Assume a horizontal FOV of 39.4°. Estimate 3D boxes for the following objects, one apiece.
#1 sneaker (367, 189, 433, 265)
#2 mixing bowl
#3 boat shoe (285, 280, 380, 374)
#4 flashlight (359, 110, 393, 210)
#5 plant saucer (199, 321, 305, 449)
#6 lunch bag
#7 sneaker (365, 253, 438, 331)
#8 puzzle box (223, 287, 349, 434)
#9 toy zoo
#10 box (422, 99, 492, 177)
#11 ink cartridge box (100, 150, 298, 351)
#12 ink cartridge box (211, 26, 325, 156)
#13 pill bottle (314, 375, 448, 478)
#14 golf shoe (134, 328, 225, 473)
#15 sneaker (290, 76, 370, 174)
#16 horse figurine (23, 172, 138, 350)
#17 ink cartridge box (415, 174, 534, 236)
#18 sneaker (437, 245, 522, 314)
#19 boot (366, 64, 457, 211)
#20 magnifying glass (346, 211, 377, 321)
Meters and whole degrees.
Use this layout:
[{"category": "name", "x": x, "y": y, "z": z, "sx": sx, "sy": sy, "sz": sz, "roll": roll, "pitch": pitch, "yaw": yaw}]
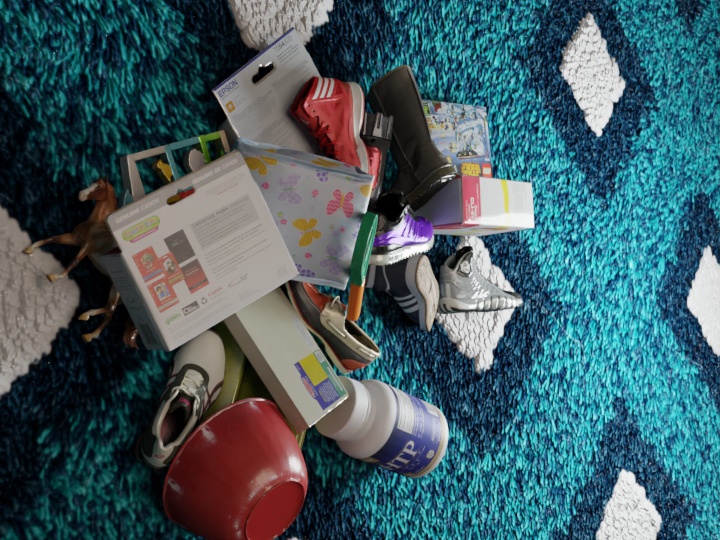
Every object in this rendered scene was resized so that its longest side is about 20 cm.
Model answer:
[{"category": "sneaker", "x": 0.060, "y": -0.076, "z": 1.523, "sx": 0.200, "sy": 0.069, "sz": 0.101, "roll": -27, "pitch": 123, "yaw": -59}, {"category": "mixing bowl", "x": -0.141, "y": 0.277, "z": 1.281, "sx": 0.199, "sy": 0.108, "sz": 0.202, "roll": -29, "pitch": 136, "yaw": -31}, {"category": "boat shoe", "x": -0.043, "y": 0.071, "z": 1.486, "sx": 0.201, "sy": 0.062, "sz": 0.071, "roll": 56, "pitch": 20, "yaw": -28}, {"category": "flashlight", "x": 0.007, "y": -0.143, "z": 1.550, "sx": 0.067, "sy": 0.068, "sz": 0.202, "roll": 7, "pitch": 91, "yaw": -1}, {"category": "plant saucer", "x": -0.134, "y": 0.176, "z": 1.406, "sx": 0.199, "sy": 0.048, "sz": 0.202, "roll": 31, "pitch": 64, "yaw": -39}, {"category": "lunch bag", "x": -0.102, "y": -0.082, "z": 1.377, "sx": 0.198, "sy": 0.127, "sz": 0.171, "roll": 10, "pitch": 101, "yaw": -19}, {"category": "sneaker", "x": 0.062, "y": 0.028, "z": 1.619, "sx": 0.201, "sy": 0.107, "sz": 0.071, "roll": 70, "pitch": 34, "yaw": -57}, {"category": "puzzle box", "x": -0.103, "y": 0.115, "z": 1.377, "sx": 0.201, "sy": 0.025, "sz": 0.133, "roll": 57, "pitch": 26, "yaw": 4}, {"category": "toy zoo", "x": -0.244, "y": -0.105, "z": 1.348, "sx": 0.199, "sy": 0.020, "sz": 0.132, "roll": -25, "pitch": 103, "yaw": -44}, {"category": "box", "x": 0.152, "y": -0.221, "z": 1.752, "sx": 0.199, "sy": 0.040, "sz": 0.139, "roll": -2, "pitch": 86, "yaw": -46}, {"category": "ink cartridge box", "x": -0.204, "y": -0.026, "z": 1.236, "sx": 0.199, "sy": 0.084, "sz": 0.177, "roll": -31, "pitch": 104, "yaw": -29}, {"category": "ink cartridge box", "x": -0.117, "y": -0.222, "z": 1.476, "sx": 0.196, "sy": 0.043, "sz": 0.201, "roll": -47, "pitch": 117, "yaw": -37}, {"category": "pill bottle", "x": 0.028, "y": 0.231, "z": 1.513, "sx": 0.199, "sy": 0.119, "sz": 0.121, "roll": 28, "pitch": 66, "yaw": -39}, {"category": "golf shoe", "x": -0.217, "y": 0.160, "z": 1.284, "sx": 0.077, "sy": 0.088, "sz": 0.201, "roll": 25, "pitch": 62, "yaw": -11}, {"category": "sneaker", "x": -0.053, "y": -0.188, "z": 1.471, "sx": 0.115, "sy": 0.078, "sz": 0.202, "roll": 7, "pitch": 69, "yaw": -36}, {"category": "horse figurine", "x": -0.318, "y": 0.000, "z": 1.241, "sx": 0.132, "sy": 0.050, "sz": 0.201, "roll": -43, "pitch": 113, "yaw": -33}, {"category": "ink cartridge box", "x": 0.179, "y": -0.106, "z": 1.689, "sx": 0.199, "sy": 0.144, "sz": 0.084, "roll": 0, "pitch": 86, "yaw": -45}, {"category": "sneaker", "x": 0.211, "y": 0.014, "z": 1.760, "sx": 0.199, "sy": 0.075, "sz": 0.117, "roll": 0, "pitch": 83, "yaw": -44}, {"category": "boot", "x": 0.054, "y": -0.198, "z": 1.609, "sx": 0.072, "sy": 0.181, "sz": 0.201, "roll": -11, "pitch": 67, "yaw": -56}, {"category": "magnifying glass", "x": 0.000, "y": 0.000, "z": 1.391, "sx": 0.201, "sy": 0.022, "sz": 0.080, "roll": 101, "pitch": 6, "yaw": -49}]
